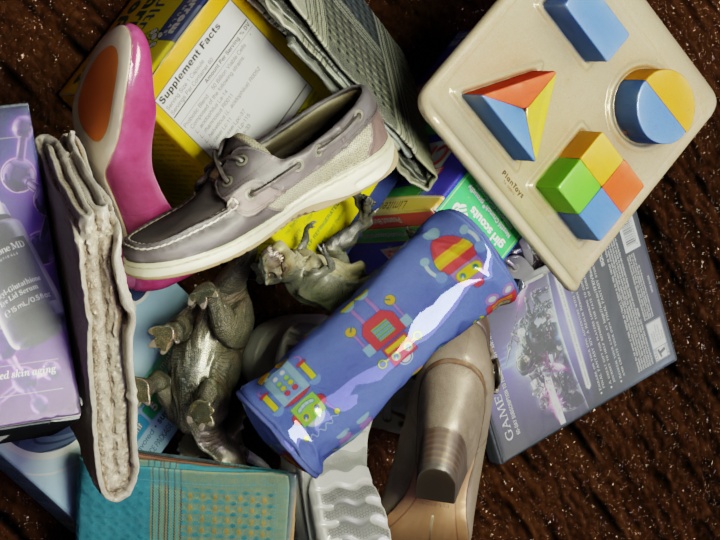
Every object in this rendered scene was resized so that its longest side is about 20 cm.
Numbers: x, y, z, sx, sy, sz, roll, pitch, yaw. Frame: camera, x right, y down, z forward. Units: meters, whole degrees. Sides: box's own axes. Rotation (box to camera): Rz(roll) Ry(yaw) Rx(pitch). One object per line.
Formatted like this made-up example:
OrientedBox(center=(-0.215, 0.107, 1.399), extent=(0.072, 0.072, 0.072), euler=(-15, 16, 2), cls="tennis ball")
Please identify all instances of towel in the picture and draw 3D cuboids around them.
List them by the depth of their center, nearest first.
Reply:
OrientedBox(center=(-0.166, 0.025, 1.343), extent=(0.034, 0.133, 0.201), euler=(-9, 122, -16), cls="towel")
OrientedBox(center=(-0.119, 0.212, 1.458), extent=(0.146, 0.022, 0.201), euler=(7, 114, 4), cls="towel")
OrientedBox(center=(-0.021, -0.163, 1.509), extent=(0.034, 0.200, 0.193), euler=(-33, 120, 14), cls="towel")

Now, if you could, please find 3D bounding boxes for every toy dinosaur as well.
OrientedBox(center=(-0.103, 0.053, 1.458), extent=(0.102, 0.077, 0.201), euler=(1, 91, -76), cls="toy dinosaur")
OrientedBox(center=(0.000, 0.000, 1.471), extent=(0.200, 0.047, 0.088), euler=(33, 91, -46), cls="toy dinosaur")

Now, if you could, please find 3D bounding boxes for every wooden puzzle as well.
OrientedBox(center=(0.153, -0.116, 1.495), extent=(0.185, 0.046, 0.200), euler=(48, 66, -25), cls="wooden puzzle")

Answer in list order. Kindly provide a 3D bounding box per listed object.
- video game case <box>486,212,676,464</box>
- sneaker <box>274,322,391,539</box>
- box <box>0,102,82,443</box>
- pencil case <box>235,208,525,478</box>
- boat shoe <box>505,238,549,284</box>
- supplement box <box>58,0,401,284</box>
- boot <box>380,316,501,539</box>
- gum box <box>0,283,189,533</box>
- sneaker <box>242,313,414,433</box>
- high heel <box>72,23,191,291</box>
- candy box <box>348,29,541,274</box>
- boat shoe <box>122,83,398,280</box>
OrientedBox(center=(0.160, 0.046, 1.735), extent=(0.199, 0.019, 0.144), euler=(-27, 108, -30), cls="video game case")
OrientedBox(center=(-0.035, 0.130, 1.502), extent=(0.074, 0.082, 0.201), euler=(12, 55, -28), cls="sneaker")
OrientedBox(center=(-0.264, 0.010, 1.333), extent=(0.147, 0.104, 0.201), euler=(-9, 83, -20), cls="box")
OrientedBox(center=(0.013, 0.046, 1.427), extent=(0.200, 0.087, 0.078), euler=(-41, 89, -9), cls="pencil case")
OrientedBox(center=(0.107, -0.011, 1.649), extent=(0.199, 0.068, 0.072), euler=(-17, 80, -30), cls="boat shoe")
OrientedBox(center=(-0.086, -0.094, 1.495), extent=(0.200, 0.109, 0.109), euler=(46, 68, -29), cls="supplement box")
OrientedBox(center=(0.056, 0.121, 1.524), extent=(0.070, 0.200, 0.147), euler=(16, 50, -2), cls="boot")
OrientedBox(center=(-0.200, 0.052, 1.462), extent=(0.200, 0.044, 0.170), euler=(46, 68, -29), cls="gum box")
OrientedBox(center=(0.011, 0.078, 1.591), extent=(0.199, 0.085, 0.073), euler=(15, 86, -34), cls="sneaker")
OrientedBox(center=(-0.132, -0.070, 1.397), extent=(0.096, 0.067, 0.201), euler=(-8, 125, -28), cls="high heel")
OrientedBox(center=(0.081, -0.087, 1.577), extent=(0.077, 0.169, 0.200), euler=(46, 67, -23), cls="candy box")
OrientedBox(center=(-0.068, -0.058, 1.391), extent=(0.199, 0.072, 0.065), euler=(-27, 115, -20), cls="boat shoe")
